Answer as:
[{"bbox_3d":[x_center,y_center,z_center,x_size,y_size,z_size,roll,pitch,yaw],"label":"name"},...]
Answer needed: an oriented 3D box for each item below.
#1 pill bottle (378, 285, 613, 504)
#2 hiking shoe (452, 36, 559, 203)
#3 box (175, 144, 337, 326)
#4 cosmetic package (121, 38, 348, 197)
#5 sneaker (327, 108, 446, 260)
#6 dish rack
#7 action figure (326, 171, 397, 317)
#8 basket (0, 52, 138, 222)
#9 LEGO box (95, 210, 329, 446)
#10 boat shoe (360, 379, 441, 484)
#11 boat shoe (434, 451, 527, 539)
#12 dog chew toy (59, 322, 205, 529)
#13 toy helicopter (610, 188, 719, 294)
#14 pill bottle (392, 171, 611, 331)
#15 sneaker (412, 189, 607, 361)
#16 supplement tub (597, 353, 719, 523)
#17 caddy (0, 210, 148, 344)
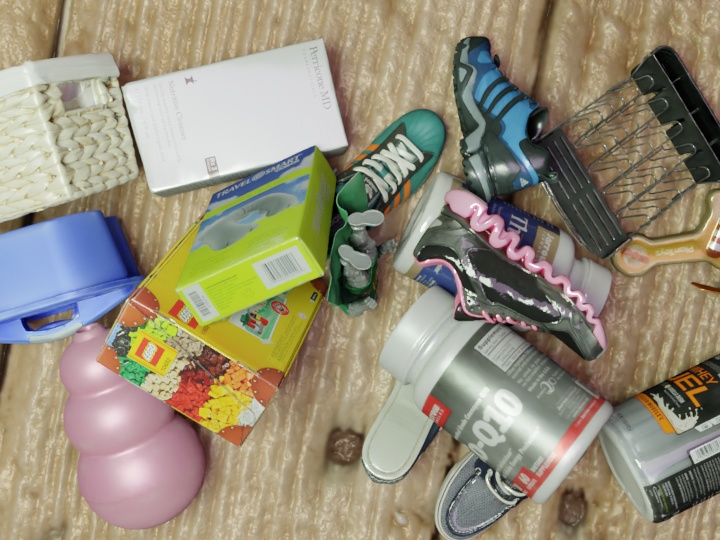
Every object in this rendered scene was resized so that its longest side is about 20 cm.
[{"bbox_3d":[0.122,0.111,0.906,0.200,0.114,0.114,37,91,16],"label":"pill bottle"},{"bbox_3d":[0.138,-0.150,0.945,0.086,0.074,0.201,-9,57,10],"label":"hiking shoe"},{"bbox_3d":[-0.086,-0.041,0.875,0.122,0.200,0.048,-23,118,16],"label":"box"},{"bbox_3d":[-0.119,-0.149,0.962,0.199,0.081,0.113,-16,92,-1],"label":"cosmetic package"},{"bbox_3d":[0.014,-0.083,0.972,0.071,0.080,0.200,43,90,-4],"label":"sneaker"},{"bbox_3d":[0.270,-0.113,0.970,0.200,0.055,0.154,-35,93,-24],"label":"dish rack"},{"bbox_3d":[0.000,0.000,0.923,0.054,0.200,0.119,16,75,7],"label":"action figure"},{"bbox_3d":[-0.323,-0.113,0.901,0.199,0.136,0.124,-12,101,22],"label":"basket"},{"bbox_3d":[-0.129,0.046,0.906,0.149,0.200,0.077,32,118,-4],"label":"LEGO box"},{"bbox_3d":[0.068,0.130,0.992,0.075,0.062,0.200,27,71,7],"label":"boat shoe"},{"bbox_3d":[0.153,0.204,0.988,0.075,0.093,0.200,40,90,-4],"label":"boat shoe"},{"bbox_3d":[-0.228,0.146,0.940,0.124,0.125,0.201,-18,105,-2],"label":"dog chew toy"},{"bbox_3d":[0.362,-0.018,1.010,0.199,0.079,0.133,-8,102,8],"label":"toy helicopter"},{"bbox_3d":[0.142,-0.008,0.968,0.199,0.111,0.111,26,91,-4],"label":"pill bottle"},{"bbox_3d":[0.130,0.021,0.875,0.200,0.079,0.095,42,87,6],"label":"sneaker"},{"bbox_3d":[0.351,0.159,0.982,0.199,0.123,0.123,-26,94,-2],"label":"supplement tub"},{"bbox_3d":[-0.303,0.016,0.932,0.199,0.141,0.105,-16,89,-2],"label":"caddy"}]
